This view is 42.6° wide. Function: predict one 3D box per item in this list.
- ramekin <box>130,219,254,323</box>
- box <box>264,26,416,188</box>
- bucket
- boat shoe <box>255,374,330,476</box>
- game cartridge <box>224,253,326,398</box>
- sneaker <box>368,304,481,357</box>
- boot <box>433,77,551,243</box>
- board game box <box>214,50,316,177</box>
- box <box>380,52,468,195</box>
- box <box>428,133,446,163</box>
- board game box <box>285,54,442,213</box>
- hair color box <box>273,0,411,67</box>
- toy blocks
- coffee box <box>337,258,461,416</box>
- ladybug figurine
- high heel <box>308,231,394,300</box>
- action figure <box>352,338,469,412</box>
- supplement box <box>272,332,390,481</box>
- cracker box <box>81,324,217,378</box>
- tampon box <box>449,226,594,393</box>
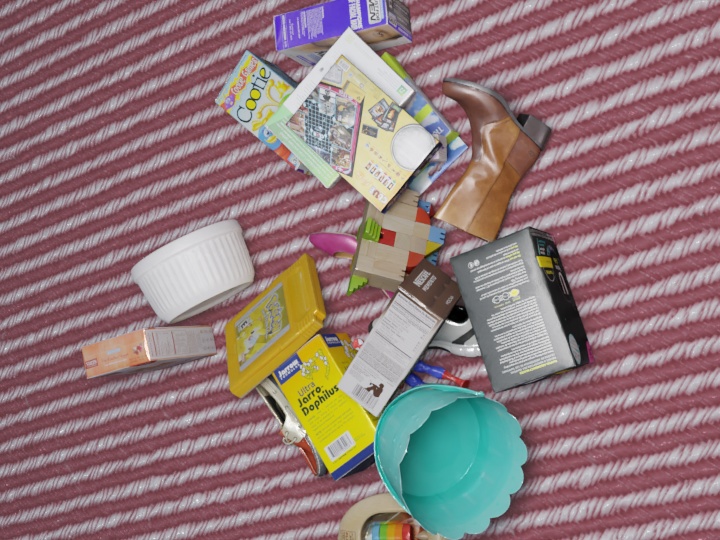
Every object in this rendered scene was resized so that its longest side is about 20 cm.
[{"bbox_3d":[-0.271,0.007,1.539,0.199,0.200,0.106,-29,86,20],"label":"ramekin"},{"bbox_3d":[-0.032,-0.247,1.417,0.144,0.036,0.200,45,99,7],"label":"box"},{"bbox_3d":[0.122,0.264,1.333,0.204,0.135,0.211,-2,97,-20],"label":"bucket"},{"bbox_3d":[-0.110,0.249,1.511,0.202,0.062,0.071,62,146,16],"label":"boat shoe"},{"bbox_3d":[-0.142,0.086,1.507,0.200,0.032,0.177,-43,32,17],"label":"game cartridge"},{"bbox_3d":[0.105,0.080,1.417,0.197,0.074,0.081,-1,127,18],"label":"sneaker"},{"bbox_3d":[0.163,-0.166,1.382,0.187,0.068,0.202,29,94,-18],"label":"boot"},{"bbox_3d":[-0.125,-0.256,1.530,0.200,0.105,0.104,41,103,21],"label":"board game box"},{"bbox_3d":[0.065,-0.232,1.475,0.122,0.048,0.201,-43,71,18],"label":"box"},{"bbox_3d":[0.037,-0.183,1.438,0.197,0.041,0.039,-2,87,27],"label":"box"},{"bbox_3d":[0.004,-0.201,1.368,0.200,0.035,0.136,43,99,11],"label":"board game box"},{"bbox_3d":[-0.028,-0.388,1.490,0.197,0.109,0.066,-9,84,24],"label":"hair color box"},{"bbox_3d":[0.066,-0.045,1.418,0.135,0.100,0.203,14,68,-7],"label":"toy blocks"},{"bbox_3d":[0.059,0.097,1.339,0.079,0.113,0.201,35,120,8],"label":"coffee box"},{"bbox_3d":[0.059,0.411,1.435,0.197,0.072,0.138,-4,87,24],"label":"ladybug figurine"},{"bbox_3d":[0.000,0.000,1.484,0.197,0.067,0.097,15,83,11],"label":"high heel"},{"bbox_3d":[0.072,0.154,1.456,0.198,0.052,0.066,25,103,25],"label":"action figure"},{"bbox_3d":[-0.031,0.212,1.464,0.109,0.109,0.201,-38,74,18],"label":"supplement box"},{"bbox_3d":[-0.353,0.136,1.564,0.132,0.199,0.059,-16,81,23],"label":"cracker box"},{"bbox_3d":[0.236,0.058,1.328,0.125,0.149,0.203,-22,79,22],"label":"tampon box"}]
